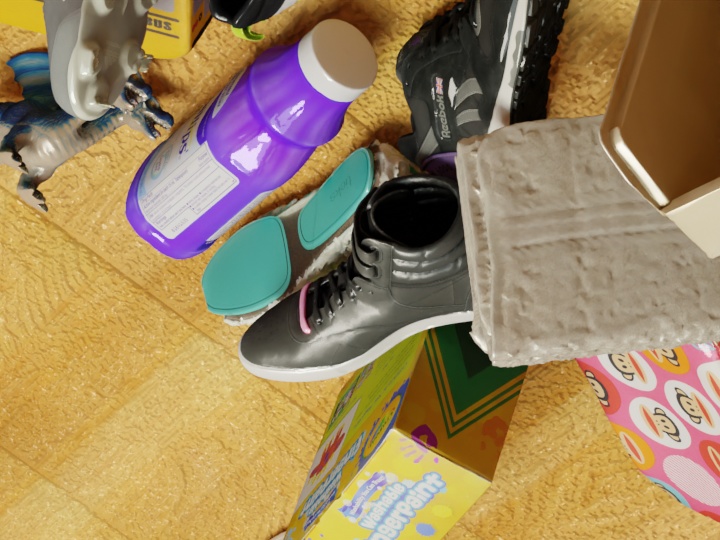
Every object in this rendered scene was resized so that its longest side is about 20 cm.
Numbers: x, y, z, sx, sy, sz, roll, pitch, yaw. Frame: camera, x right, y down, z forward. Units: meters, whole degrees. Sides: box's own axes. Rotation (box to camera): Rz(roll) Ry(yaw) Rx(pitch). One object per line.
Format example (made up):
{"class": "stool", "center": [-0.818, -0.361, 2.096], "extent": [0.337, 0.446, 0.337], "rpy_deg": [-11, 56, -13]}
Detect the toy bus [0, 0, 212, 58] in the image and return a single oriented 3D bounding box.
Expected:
{"class": "toy bus", "center": [-0.180, -0.181, 1.407], "extent": [0.199, 0.065, 0.079], "rpy_deg": [16, 137, 12]}

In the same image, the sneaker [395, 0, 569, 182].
{"class": "sneaker", "center": [0.060, -0.118, 1.348], "extent": [0.087, 0.076, 0.200], "rpy_deg": [22, 138, 13]}

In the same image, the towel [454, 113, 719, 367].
{"class": "towel", "center": [0.154, -0.021, 1.308], "extent": [0.199, 0.133, 0.034], "rpy_deg": [-5, 172, -3]}

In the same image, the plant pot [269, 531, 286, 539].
{"class": "plant pot", "center": [0.002, 0.314, 1.747], "extent": [0.200, 0.188, 0.187], "rpy_deg": [31, 140, -26]}

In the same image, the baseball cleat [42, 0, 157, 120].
{"class": "baseball cleat", "center": [-0.161, -0.184, 1.334], "extent": [0.106, 0.201, 0.070], "rpy_deg": [8, 175, 26]}

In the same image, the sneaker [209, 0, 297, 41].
{"class": "sneaker", "center": [-0.076, -0.210, 1.298], "extent": [0.072, 0.083, 0.200], "rpy_deg": [23, 147, 46]}

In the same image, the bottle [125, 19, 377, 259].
{"class": "bottle", "center": [-0.064, -0.081, 1.436], "extent": [0.065, 0.084, 0.200], "rpy_deg": [39, 138, -13]}

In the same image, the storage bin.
{"class": "storage bin", "center": [0.231, -0.129, 1.157], "extent": [0.094, 0.199, 0.200], "rpy_deg": [42, 136, -22]}

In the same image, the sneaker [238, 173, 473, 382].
{"class": "sneaker", "center": [0.000, 0.000, 1.410], "extent": [0.199, 0.071, 0.099], "rpy_deg": [-19, 139, 21]}

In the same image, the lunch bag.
{"class": "lunch bag", "center": [0.216, 0.073, 1.405], "extent": [0.176, 0.082, 0.200], "rpy_deg": [17, 146, 53]}

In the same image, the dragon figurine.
{"class": "dragon figurine", "center": [-0.205, -0.096, 1.509], "extent": [0.199, 0.099, 0.059], "rpy_deg": [14, 142, 43]}

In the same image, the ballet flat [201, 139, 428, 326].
{"class": "ballet flat", "center": [-0.021, -0.013, 1.501], "extent": [0.072, 0.072, 0.200], "rpy_deg": [41, 138, -16]}

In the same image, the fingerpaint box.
{"class": "fingerpaint box", "center": [0.032, 0.104, 1.509], "extent": [0.073, 0.167, 0.200], "rpy_deg": [28, 138, -7]}
